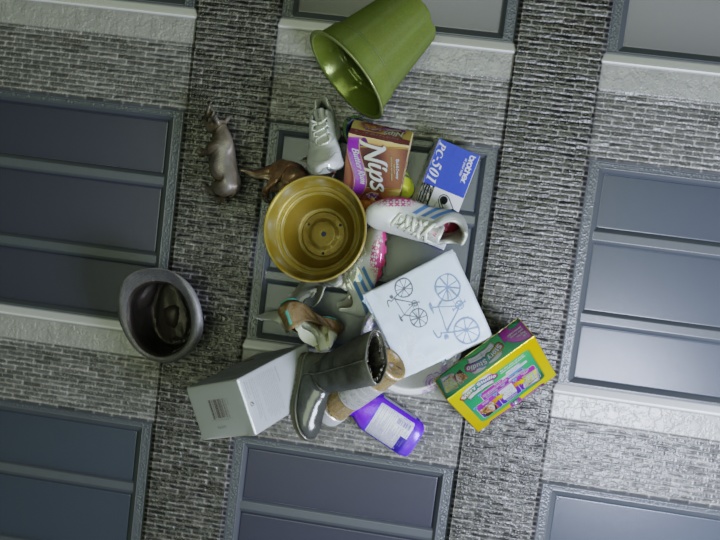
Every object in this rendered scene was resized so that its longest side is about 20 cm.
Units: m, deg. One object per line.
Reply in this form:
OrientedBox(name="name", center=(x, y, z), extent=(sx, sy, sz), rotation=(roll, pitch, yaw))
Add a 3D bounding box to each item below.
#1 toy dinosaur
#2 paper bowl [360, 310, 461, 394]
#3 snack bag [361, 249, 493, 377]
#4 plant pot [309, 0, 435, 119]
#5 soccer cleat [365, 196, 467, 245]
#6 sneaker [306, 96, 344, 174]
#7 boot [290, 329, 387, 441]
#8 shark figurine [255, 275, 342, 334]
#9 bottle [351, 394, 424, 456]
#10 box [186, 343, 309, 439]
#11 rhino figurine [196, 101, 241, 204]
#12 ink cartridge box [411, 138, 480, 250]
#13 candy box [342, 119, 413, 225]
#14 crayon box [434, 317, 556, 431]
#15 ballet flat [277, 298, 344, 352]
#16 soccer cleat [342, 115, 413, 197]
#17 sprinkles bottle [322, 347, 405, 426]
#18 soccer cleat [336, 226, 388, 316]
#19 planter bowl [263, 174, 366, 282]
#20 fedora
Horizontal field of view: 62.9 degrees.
OrientedBox(name="toy dinosaur", center=(-0.136, -0.192, 1.194), extent=(0.199, 0.086, 0.137), rotation=(22, 87, 16))
OrientedBox(name="paper bowl", center=(0.099, 0.137, 1.178), extent=(0.198, 0.104, 0.203), rotation=(0, 95, 1))
OrientedBox(name="snack bag", center=(0.126, 0.087, 1.112), extent=(0.199, 0.021, 0.190), rotation=(-26, 95, 2))
OrientedBox(name="plant pot", center=(0.037, -0.430, 1.127), extent=(0.190, 0.200, 0.200), rotation=(-44, 90, -8))
OrientedBox(name="soccer cleat", center=(0.109, -0.089, 1.102), extent=(0.198, 0.087, 0.070), rotation=(5, 123, -11))
OrientedBox(name="sneaker", center=(-0.076, -0.256, 1.126), extent=(0.074, 0.201, 0.088), rotation=(-11, 134, 3))
OrientedBox(name="boot", center=(-0.037, 0.211, 1.064), extent=(0.199, 0.072, 0.184), rotation=(-14, 70, 37))
OrientedBox(name="shark figurine", center=(-0.119, 0.025, 1.200), extent=(0.089, 0.129, 0.214), rotation=(40, 123, -20))
OrientedBox(name="bottle", center=(0.032, 0.297, 1.215), extent=(0.199, 0.065, 0.084), rotation=(33, 94, 2))
OrientedBox(name="box", center=(-0.200, 0.231, 1.137), extent=(0.151, 0.199, 0.107), rotation=(-16, 93, 37))
OrientedBox(name="rhino figurine", center=(-0.286, -0.239, 1.192), extent=(0.087, 0.060, 0.202), rotation=(-2, 97, 40))
OrientedBox(name="ink cartridge box", center=(0.157, -0.152, 1.184), extent=(0.093, 0.044, 0.202), rotation=(20, 94, -9))
OrientedBox(name="candy box", center=(0.027, -0.180, 1.137), extent=(0.116, 0.057, 0.201), rotation=(13, 134, 4))
OrientedBox(name="crayon box", center=(0.266, 0.208, 1.148), extent=(0.199, 0.058, 0.173), rotation=(-37, 134, 5))
OrientedBox(name="ballet flat", center=(-0.089, 0.118, 1.149), extent=(0.067, 0.200, 0.073), rotation=(-27, 58, 14))
OrientedBox(name="soccer cleat", center=(0.033, -0.221, 1.173), extent=(0.065, 0.084, 0.201), rotation=(-39, 96, 4))
OrientedBox(name="sprinkles bottle", center=(-0.004, 0.223, 1.115), extent=(0.068, 0.068, 0.200), rotation=(49, 122, 0))
OrientedBox(name="soccer cleat", center=(0.000, 0.000, 1.177), extent=(0.085, 0.070, 0.202), rotation=(5, 109, -14))
OrientedBox(name="planter bowl", center=(-0.079, -0.075, 1.131), extent=(0.198, 0.083, 0.203), rotation=(-1, 86, 10))
OrientedBox(name="fedora", center=(-0.401, 0.086, 1.219), extent=(0.175, 0.090, 0.202), rotation=(-13, 99, 6))
